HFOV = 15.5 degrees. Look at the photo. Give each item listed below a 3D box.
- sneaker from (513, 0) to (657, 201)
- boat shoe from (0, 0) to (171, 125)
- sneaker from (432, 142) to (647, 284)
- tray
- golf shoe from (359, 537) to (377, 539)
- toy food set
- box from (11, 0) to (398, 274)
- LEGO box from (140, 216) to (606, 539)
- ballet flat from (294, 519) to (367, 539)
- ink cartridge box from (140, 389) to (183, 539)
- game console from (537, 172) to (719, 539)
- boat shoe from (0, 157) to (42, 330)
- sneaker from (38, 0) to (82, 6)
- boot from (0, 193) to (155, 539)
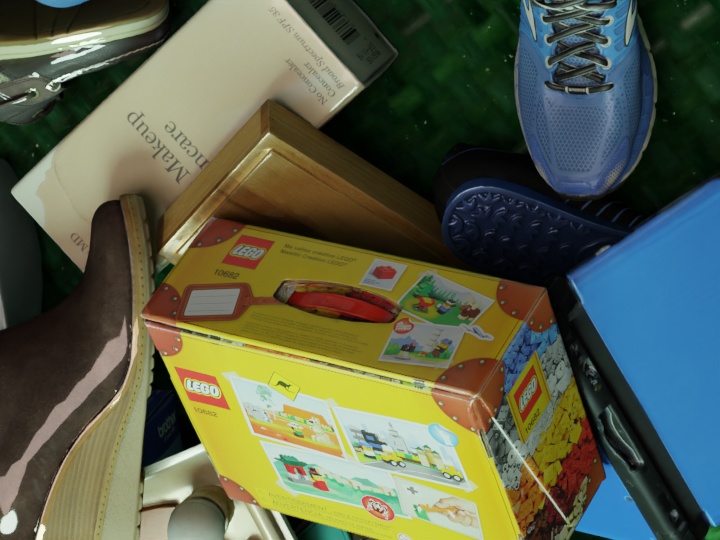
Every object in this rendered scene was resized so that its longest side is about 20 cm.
[{"bbox_3d":[0.106,-0.135,1.347,0.079,0.089,0.200,0,93,19],"label":"sneaker"},{"bbox_3d":[-0.194,-0.115,1.483,0.200,0.073,0.065,-10,121,17],"label":"boat shoe"},{"bbox_3d":[0.130,-0.013,1.417,0.200,0.078,0.070,26,114,-16],"label":"sneaker"},{"bbox_3d":[0.000,0.000,1.427,0.200,0.037,0.099,32,119,-22],"label":"tray"},{"bbox_3d":[0.085,0.198,1.444,0.200,0.095,0.078,18,132,-14],"label":"golf shoe"},{"bbox_3d":[-0.094,0.201,1.477,0.143,0.060,0.200,-24,100,19],"label":"toy food set"},{"bbox_3d":[-0.086,-0.081,1.450,0.095,0.078,0.200,47,114,-3],"label":"box"},{"bbox_3d":[0.008,0.065,1.349,0.200,0.077,0.149,13,142,31],"label":"LEGO box"},{"bbox_3d":[0.013,0.142,1.499,0.200,0.071,0.069,-51,55,32],"label":"ballet flat"},{"bbox_3d":[-0.171,0.147,1.553,0.136,0.076,0.200,-3,108,17],"label":"ink cartridge box"},{"bbox_3d":[0.140,0.044,1.395,0.171,0.118,0.200,10,143,44],"label":"game console"},{"bbox_3d":[-0.215,0.033,1.495,0.057,0.069,0.200,-11,72,15],"label":"boat shoe"},{"bbox_3d":[-0.091,-0.196,1.394,0.200,0.066,0.078,-39,70,12],"label":"sneaker"},{"bbox_3d":[-0.193,0.054,1.409,0.166,0.072,0.200,5,94,-5],"label":"boot"}]
